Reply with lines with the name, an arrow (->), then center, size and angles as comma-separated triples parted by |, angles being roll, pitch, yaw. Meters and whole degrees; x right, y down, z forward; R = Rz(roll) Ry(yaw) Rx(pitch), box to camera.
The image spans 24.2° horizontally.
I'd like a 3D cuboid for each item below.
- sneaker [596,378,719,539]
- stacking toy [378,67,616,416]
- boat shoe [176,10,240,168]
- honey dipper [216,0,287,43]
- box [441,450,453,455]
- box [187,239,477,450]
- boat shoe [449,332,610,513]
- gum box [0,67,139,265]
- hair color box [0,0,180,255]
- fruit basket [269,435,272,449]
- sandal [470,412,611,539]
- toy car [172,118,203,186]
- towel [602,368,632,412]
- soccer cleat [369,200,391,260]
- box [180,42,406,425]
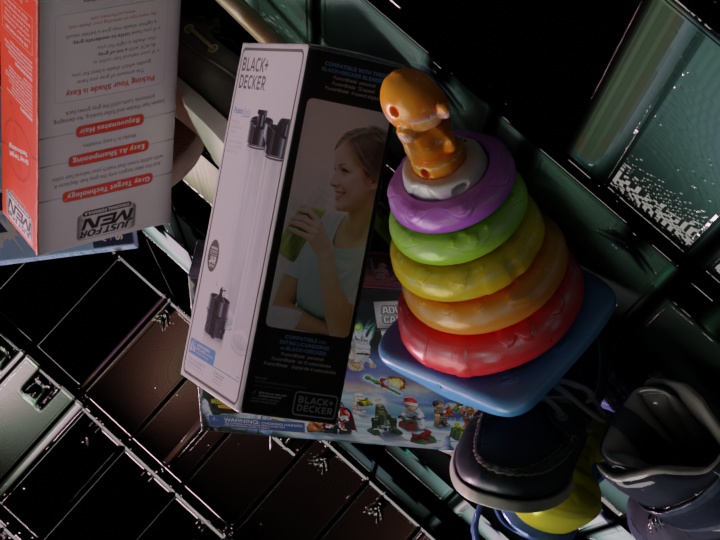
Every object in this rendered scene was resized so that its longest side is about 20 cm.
sneaker -> 0.186, 0.122, 0.998 | 0.146, 0.077, 0.202 | 34, 164, -18
stacking toy -> 0.051, -0.031, 0.892 | 0.116, 0.110, 0.201 | 21, 147, 40
boat shoe -> -0.105, -0.132, 1.119 | 0.202, 0.060, 0.072 | 48, 168, 39
honey dipper -> -0.073, -0.156, 0.999 | 0.200, 0.038, 0.038 | 43, 171, -23
box -> 0.053, 0.109, 1.288 | 0.136, 0.039, 0.200 | 23, 172, -3
box -> -0.005, 0.050, 1.063 | 0.199, 0.040, 0.138 | 4, 130, 5
boat shoe -> 0.106, 0.080, 0.968 | 0.075, 0.062, 0.200 | 21, -159, 18
gum box -> -0.264, -0.088, 1.170 | 0.045, 0.199, 0.171 | 157, 106, -85
hair color box -> -0.171, -0.117, 1.059 | 0.061, 0.101, 0.201 | 42, 136, 41
fruit basket -> -0.070, 0.005, 1.269 | 0.093, 0.201, 0.185 | 2, -157, -12
sandal -> 0.114, 0.133, 1.063 | 0.079, 0.087, 0.200 | 31, -157, 9
toy car -> -0.209, -0.151, 1.244 | 0.158, 0.164, 0.201 | 26, 149, 59
towel -> 0.100, 0.029, 1.141 | 0.200, 0.024, 0.145 | 45, 171, -17
soccer cleat -> 0.000, 0.000, 1.080 | 0.200, 0.081, 0.068 | 54, -170, -31
box -> -0.041, -0.025, 0.943 | 0.060, 0.201, 0.117 | 10, -175, -23
